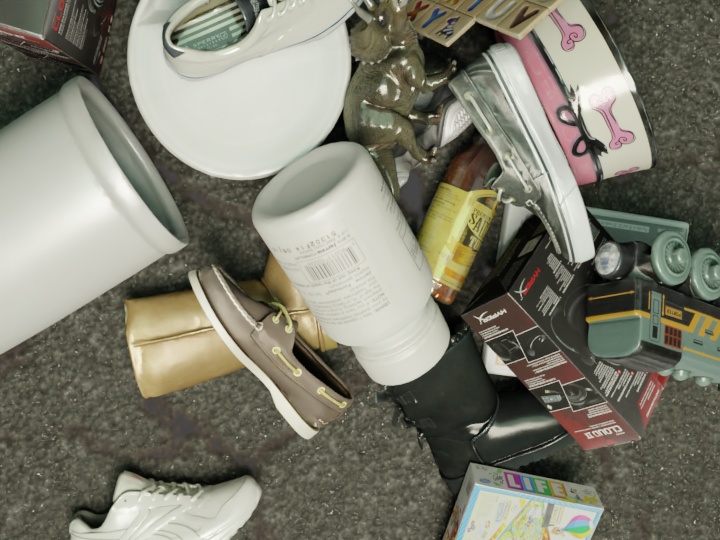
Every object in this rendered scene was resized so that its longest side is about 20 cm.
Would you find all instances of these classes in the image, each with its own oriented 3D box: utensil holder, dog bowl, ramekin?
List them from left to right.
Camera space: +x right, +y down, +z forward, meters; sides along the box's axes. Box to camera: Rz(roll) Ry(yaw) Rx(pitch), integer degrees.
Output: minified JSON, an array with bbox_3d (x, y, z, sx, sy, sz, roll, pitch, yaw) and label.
[{"bbox_3d":[-0.278,-0.042,0.701,0.198,0.170,0.171,-33,98,-1],"label":"utensil holder"},{"bbox_3d":[-0.109,-0.187,0.743,0.199,0.094,0.206,-1,96,-6],"label":"ramekin"},{"bbox_3d":[0.190,-0.167,0.735,0.073,0.200,0.202,-27,98,11],"label":"dog bowl"}]

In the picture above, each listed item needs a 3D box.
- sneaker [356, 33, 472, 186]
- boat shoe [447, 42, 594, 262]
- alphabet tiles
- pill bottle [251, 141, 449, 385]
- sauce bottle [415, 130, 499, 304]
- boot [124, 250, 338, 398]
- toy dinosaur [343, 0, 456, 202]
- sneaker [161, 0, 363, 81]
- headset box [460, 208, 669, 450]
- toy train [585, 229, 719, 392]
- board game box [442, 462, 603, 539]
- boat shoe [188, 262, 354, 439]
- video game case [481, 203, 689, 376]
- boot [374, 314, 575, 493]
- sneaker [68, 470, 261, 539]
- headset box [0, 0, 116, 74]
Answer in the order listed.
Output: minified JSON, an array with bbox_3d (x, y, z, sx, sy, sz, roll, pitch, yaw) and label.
[{"bbox_3d":[0.018,-0.141,0.774,0.199,0.075,0.114,-41,98,-7],"label":"sneaker"},{"bbox_3d":[0.137,-0.090,0.689,0.070,0.072,0.202,-26,102,10],"label":"boat shoe"},{"bbox_3d":[0.122,-0.265,0.720,0.167,0.200,0.008,-41,128,-1],"label":"alphabet tiles"},{"bbox_3d":[0.000,0.000,0.707,0.113,0.114,0.201,-33,119,-3],"label":"pill bottle"},{"bbox_3d":[0.104,-0.068,0.792,0.065,0.066,0.203,23,94,-8],"label":"sauce bottle"},{"bbox_3d":[-0.131,0.020,0.774,0.197,0.066,0.178,-11,96,-4],"label":"boot"},{"bbox_3d":[0.026,-0.150,0.708,0.100,0.077,0.203,10,120,-4],"label":"toy dinosaur"},{"bbox_3d":[-0.072,-0.215,0.660,0.198,0.071,0.074,-31,97,-3],"label":"sneaker"},{"bbox_3d":[0.213,0.055,0.756,0.200,0.077,0.149,46,56,-9],"label":"headset box"},{"bbox_3d":[0.281,0.040,0.711,0.198,0.085,0.116,17,74,-29],"label":"toy train"},{"bbox_3d":[0.147,0.298,0.816,0.132,0.034,0.203,13,112,-7],"label":"board game box"},{"bbox_3d":[-0.079,0.066,0.728,0.059,0.072,0.201,-32,113,5],"label":"boat shoe"},{"bbox_3d":[0.234,0.027,0.837,0.196,0.023,0.185,8,95,-7],"label":"video game case"},{"bbox_3d":[0.123,0.116,0.793,0.196,0.074,0.164,-29,109,7],"label":"boot"},{"bbox_3d":[-0.195,0.236,0.782,0.197,0.078,0.101,-23,94,-5],"label":"sneaker"},{"bbox_3d":[-0.256,-0.258,0.658,0.076,0.200,0.151,14,93,-7],"label":"headset box"}]
